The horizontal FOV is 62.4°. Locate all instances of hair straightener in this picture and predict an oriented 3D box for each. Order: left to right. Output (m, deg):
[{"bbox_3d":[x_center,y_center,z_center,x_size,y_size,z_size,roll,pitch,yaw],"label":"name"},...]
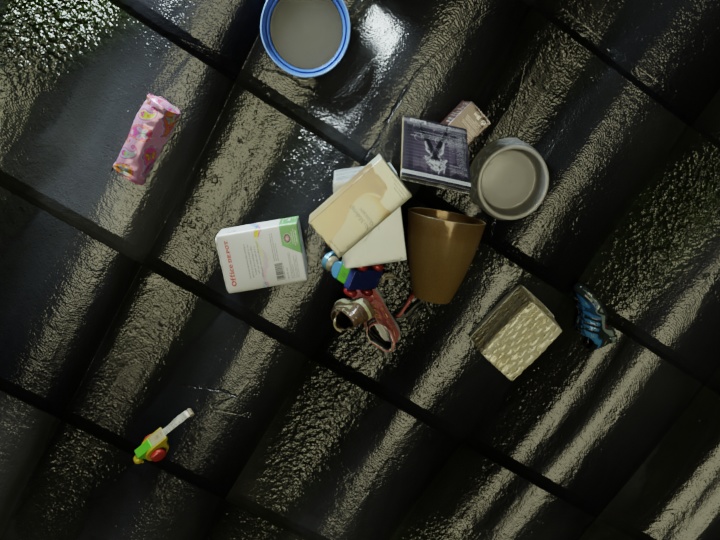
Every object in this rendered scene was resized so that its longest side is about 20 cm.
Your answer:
[{"bbox_3d":[0.149,0.095,1.525,0.076,0.041,0.201,31,103,-11],"label":"hair straightener"}]

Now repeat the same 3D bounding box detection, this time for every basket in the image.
[{"bbox_3d":[0.395,0.162,1.514,0.135,0.124,0.200,40,102,-12],"label":"basket"}]

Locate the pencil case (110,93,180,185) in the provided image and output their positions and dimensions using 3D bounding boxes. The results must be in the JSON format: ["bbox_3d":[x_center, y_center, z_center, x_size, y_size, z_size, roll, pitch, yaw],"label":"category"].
[{"bbox_3d":[-0.489,-0.297,1.356,0.087,0.088,0.202,30,104,-11],"label":"pencil case"}]

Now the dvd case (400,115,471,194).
[{"bbox_3d":[0.157,-0.246,1.248,0.146,0.202,0.016,11,139,-7],"label":"dvd case"}]

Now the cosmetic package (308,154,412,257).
[{"bbox_3d":[-0.002,-0.133,1.224,0.199,0.071,0.105,-41,104,10],"label":"cosmetic package"}]

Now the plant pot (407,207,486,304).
[{"bbox_3d":[0.187,-0.032,1.408,0.183,0.187,0.204,8,104,-5],"label":"plant pot"}]

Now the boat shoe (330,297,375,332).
[{"bbox_3d":[-0.040,0.112,1.441,0.075,0.202,0.075,-38,93,-25],"label":"boat shoe"}]

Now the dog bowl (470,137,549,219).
[{"bbox_3d":[0.361,-0.215,1.432,0.196,0.059,0.204,-1,106,-3],"label":"dog bowl"}]

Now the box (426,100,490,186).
[{"bbox_3d":[0.197,-0.296,1.378,0.075,0.100,0.200,42,100,-14],"label":"box"}]

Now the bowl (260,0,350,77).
[{"bbox_3d":[-0.120,-0.533,1.313,0.197,0.039,0.204,-1,107,-2],"label":"bowl"}]

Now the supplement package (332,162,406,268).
[{"bbox_3d":[0.018,-0.132,1.367,0.144,0.200,0.195,-7,107,1],"label":"supplement package"}]

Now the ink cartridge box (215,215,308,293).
[{"bbox_3d":[-0.235,-0.040,1.444,0.196,0.084,0.147,-9,107,0],"label":"ink cartridge box"}]

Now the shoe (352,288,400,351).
[{"bbox_3d":[0.030,0.107,1.485,0.071,0.091,0.202,-32,97,17],"label":"shoe"}]

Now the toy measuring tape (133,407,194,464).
[{"bbox_3d":[-0.522,0.451,1.601,0.199,0.073,0.074,-39,106,-9],"label":"toy measuring tape"}]

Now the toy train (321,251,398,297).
[{"bbox_3d":[0.000,0.000,1.467,0.115,0.199,0.086,33,108,30],"label":"toy train"}]

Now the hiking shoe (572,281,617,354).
[{"bbox_3d":[0.590,0.126,1.538,0.086,0.075,0.201,-32,106,6],"label":"hiking shoe"}]
